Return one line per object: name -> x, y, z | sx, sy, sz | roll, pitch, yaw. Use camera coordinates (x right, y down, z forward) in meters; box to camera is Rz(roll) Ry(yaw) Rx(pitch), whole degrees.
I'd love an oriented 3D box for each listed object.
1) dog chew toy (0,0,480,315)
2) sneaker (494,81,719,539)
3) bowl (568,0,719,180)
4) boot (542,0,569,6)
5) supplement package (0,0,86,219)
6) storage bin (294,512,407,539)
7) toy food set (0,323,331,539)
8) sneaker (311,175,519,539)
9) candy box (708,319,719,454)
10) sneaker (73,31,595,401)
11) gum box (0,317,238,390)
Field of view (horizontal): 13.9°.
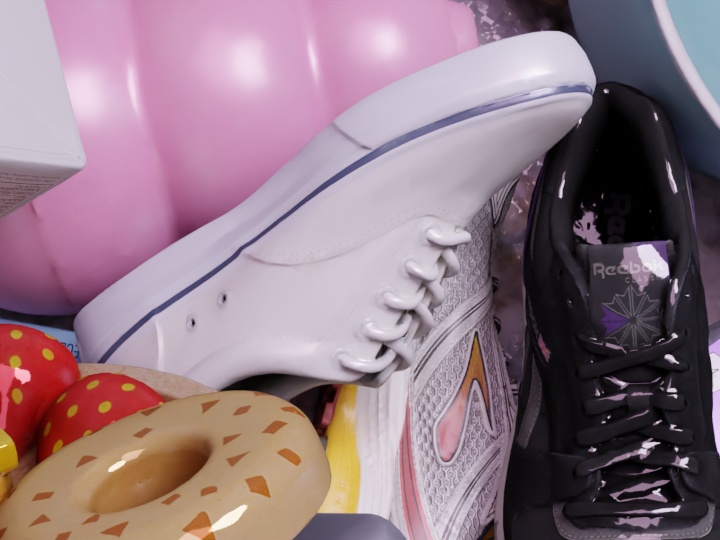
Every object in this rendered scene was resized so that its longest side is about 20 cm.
dog chew toy -> -0.057, -0.057, 1.000 | 0.200, 0.125, 0.125 | -12, 68, 3
sneaker -> 0.076, 0.035, 0.916 | 0.076, 0.088, 0.200 | -4, 59, 2
bowl -> 0.149, -0.105, 1.000 | 0.200, 0.105, 0.201 | 4, 81, -28
boot -> 0.062, -0.204, 1.120 | 0.166, 0.072, 0.200 | 24, 72, 23
supplement package -> -0.223, -0.084, 0.927 | 0.200, 0.147, 0.192 | -28, 69, 34
storage bin -> -0.012, 0.170, 0.876 | 0.134, 0.145, 0.200 | -45, 113, -32
toy food set -> -0.120, 0.072, 0.858 | 0.198, 0.049, 0.200 | -23, 29, -22
sneaker -> 0.025, 0.052, 1.001 | 0.082, 0.078, 0.200 | 15, 73, -6
candy box -> 0.188, 0.079, 0.987 | 0.200, 0.072, 0.168 | -28, 70, -12
sneaker -> 0.000, 0.000, 0.937 | 0.200, 0.073, 0.071 | -35, 70, 25
gum box -> -0.129, 0.115, 0.977 | 0.170, 0.045, 0.200 | 11, 68, 3
